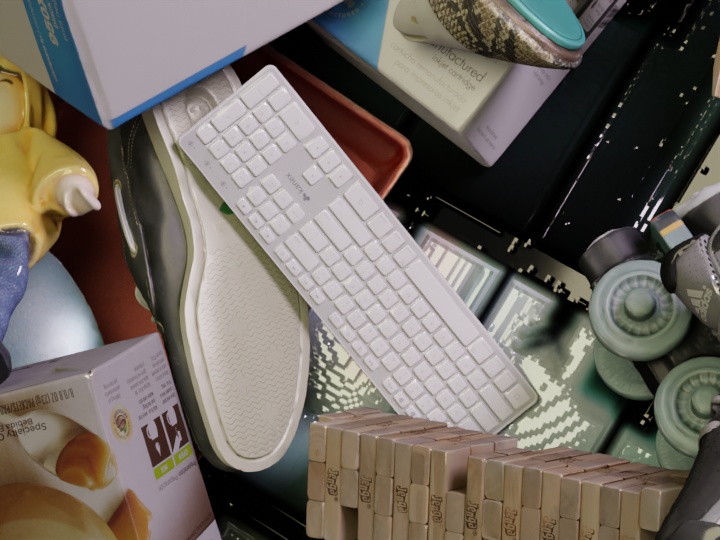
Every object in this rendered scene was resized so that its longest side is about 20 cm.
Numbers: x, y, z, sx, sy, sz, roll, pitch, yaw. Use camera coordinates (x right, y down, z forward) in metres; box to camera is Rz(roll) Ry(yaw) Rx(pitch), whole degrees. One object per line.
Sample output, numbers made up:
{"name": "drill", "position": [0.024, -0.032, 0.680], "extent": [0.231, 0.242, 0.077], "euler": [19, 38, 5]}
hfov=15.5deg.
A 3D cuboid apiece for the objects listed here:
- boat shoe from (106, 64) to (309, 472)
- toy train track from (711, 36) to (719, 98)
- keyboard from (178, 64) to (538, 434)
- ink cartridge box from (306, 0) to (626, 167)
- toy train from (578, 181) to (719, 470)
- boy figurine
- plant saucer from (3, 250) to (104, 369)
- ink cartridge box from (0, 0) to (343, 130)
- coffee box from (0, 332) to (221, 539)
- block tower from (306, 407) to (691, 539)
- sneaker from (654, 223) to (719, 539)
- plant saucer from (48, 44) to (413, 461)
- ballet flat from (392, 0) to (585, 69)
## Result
{"name": "boat shoe", "position": [-0.074, -0.002, 1.231], "extent": [0.068, 0.072, 0.201], "euler": [-25, 74, 49]}
{"name": "toy train track", "position": [0.137, -0.141, 1.195], "extent": [0.200, 0.033, 0.115], "euler": [18, 79, -24]}
{"name": "keyboard", "position": [0.000, 0.000, 1.213], "extent": [0.056, 0.011, 0.200], "euler": [-37, 100, 8]}
{"name": "ink cartridge box", "position": [0.074, -0.165, 1.253], "extent": [0.116, 0.067, 0.200], "euler": [38, 90, 22]}
{"name": "toy train", "position": [0.181, 0.051, 1.165], "extent": [0.114, 0.085, 0.200], "euler": [-30, 68, -5]}
{"name": "boy figurine", "position": [-0.172, -0.029, 1.214], "extent": [0.124, 0.064, 0.200], "euler": [-13, 40, 22]}
{"name": "plant saucer", "position": [-0.213, 0.068, 1.271], "extent": [0.200, 0.039, 0.202], "euler": [0, 89, 24]}
{"name": "ink cartridge box", "position": [-0.117, -0.162, 1.235], "extent": [0.144, 0.084, 0.200], "euler": [-31, 37, -20]}
{"name": "coffee box", "position": [-0.124, 0.142, 1.186], "extent": [0.114, 0.080, 0.201], "euler": [-15, 97, 21]}
{"name": "block tower", "position": [0.061, 0.103, 1.154], "extent": [0.200, 0.054, 0.058], "euler": [7, 99, 40]}
{"name": "sneaker", "position": [0.155, 0.044, 1.092], "extent": [0.115, 0.075, 0.200], "euler": [37, 56, 21]}
{"name": "plant saucer", "position": [-0.101, -0.026, 1.289], "extent": [0.200, 0.037, 0.200], "euler": [35, 88, 21]}
{"name": "ballet flat", "position": [0.032, -0.151, 1.200], "extent": [0.075, 0.068, 0.200], "euler": [-42, 62, 27]}
